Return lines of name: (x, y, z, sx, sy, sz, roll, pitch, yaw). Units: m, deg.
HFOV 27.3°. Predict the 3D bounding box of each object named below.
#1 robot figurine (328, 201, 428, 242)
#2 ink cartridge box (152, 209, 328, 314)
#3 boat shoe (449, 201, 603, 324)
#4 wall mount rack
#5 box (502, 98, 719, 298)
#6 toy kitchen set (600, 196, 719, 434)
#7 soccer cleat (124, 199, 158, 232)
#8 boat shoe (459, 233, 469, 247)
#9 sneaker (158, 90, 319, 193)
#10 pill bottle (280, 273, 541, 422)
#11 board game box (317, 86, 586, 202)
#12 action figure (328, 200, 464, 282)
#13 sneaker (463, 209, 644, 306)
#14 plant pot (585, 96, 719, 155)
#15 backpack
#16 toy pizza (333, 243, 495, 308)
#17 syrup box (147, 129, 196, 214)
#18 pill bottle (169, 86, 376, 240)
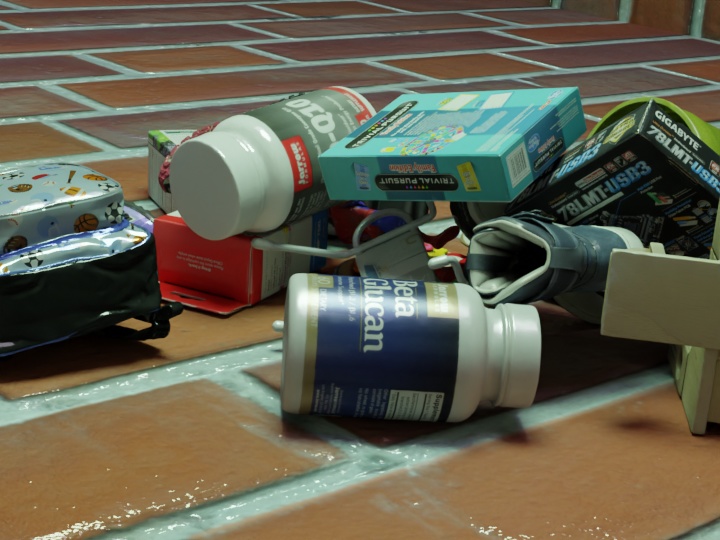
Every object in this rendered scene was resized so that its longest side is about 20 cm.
robot figurine: (-0.021, -0.098, 1.653, 0.199, 0.151, 0.125, 13, 63, 23)
ink cartridge box: (-0.127, -0.022, 1.470, 0.115, 0.068, 0.200, 12, 19, 23)
boat shoe: (0.169, -0.017, 1.438, 0.199, 0.074, 0.060, 35, -19, -18)
wall mount rack: (0.000, 0.000, 1.358, 0.173, 0.075, 0.201, -24, 42, 4)
box: (0.261, -0.040, 1.330, 0.198, 0.200, 0.050, 38, 55, -13)
toy kitchen set: (0.281, 0.012, 1.253, 0.162, 0.202, 0.181, 7, 18, 3)
soccer cleat: (-0.288, -0.037, 1.496, 0.199, 0.069, 0.073, 13, 36, 23)
boat shoe: (0.198, -0.025, 1.526, 0.199, 0.070, 0.071, 24, 7, 24)
sneaker: (-0.114, -0.118, 1.545, 0.198, 0.075, 0.081, -19, 26, -5)
pill bottle: (0.038, 0.063, 1.175, 0.198, 0.112, 0.111, 3, 17, -5)
board game box: (0.085, -0.116, 1.362, 0.199, 0.047, 0.151, 3, 29, 38)
action figure: (0.044, -0.052, 1.502, 0.099, 0.066, 0.199, -30, 34, -32)
sneaker: (0.125, -0.008, 1.288, 0.145, 0.078, 0.202, -3, -2, -38)
plant pot: (0.361, -0.071, 1.590, 0.192, 0.202, 0.200, 7, 13, -34)
backpack: (-0.282, -0.009, 1.273, 0.199, 0.156, 0.190, -10, 12, -31)
toy pizza: (0.072, 0.004, 1.503, 0.198, 0.032, 0.200, 5, 18, -1)
syrup box: (-0.179, -0.099, 1.676, 0.078, 0.082, 0.200, -4, 18, -22)
pill bottle: (-0.078, -0.102, 1.420, 0.113, 0.115, 0.199, 19, 29, 37)
